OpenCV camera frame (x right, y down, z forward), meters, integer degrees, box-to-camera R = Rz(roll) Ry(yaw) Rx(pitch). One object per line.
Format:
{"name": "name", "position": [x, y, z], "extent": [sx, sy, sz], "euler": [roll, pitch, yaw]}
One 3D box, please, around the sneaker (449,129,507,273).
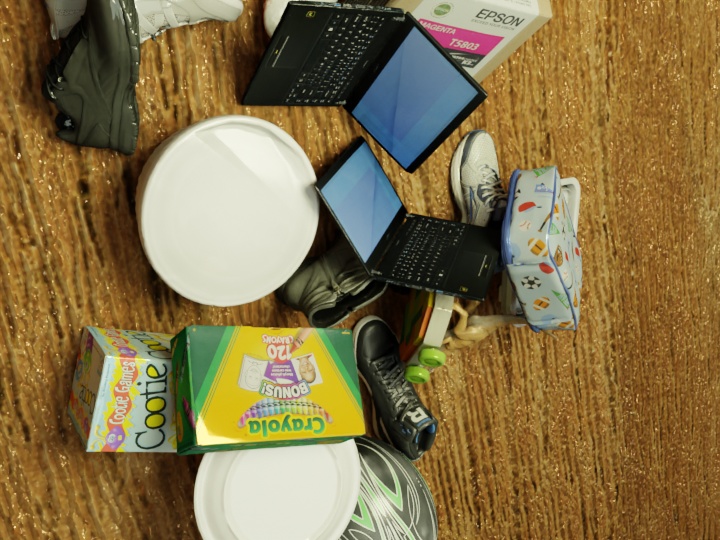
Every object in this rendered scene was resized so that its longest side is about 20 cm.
{"name": "sneaker", "position": [0.173, -0.088, 1.025], "extent": [0.076, 0.085, 0.203], "euler": [-1, 90, -31]}

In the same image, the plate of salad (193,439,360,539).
{"name": "plate of salad", "position": [-0.092, 0.242, 0.869], "extent": [0.198, 0.048, 0.203], "euler": [-1, 92, -26]}

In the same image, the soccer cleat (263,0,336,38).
{"name": "soccer cleat", "position": [-0.033, -0.332, 0.840], "extent": [0.201, 0.085, 0.069], "euler": [-51, 123, -9]}

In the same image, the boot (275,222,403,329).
{"name": "boot", "position": [0.000, 0.000, 0.931], "extent": [0.199, 0.130, 0.068], "euler": [-37, 120, -17]}

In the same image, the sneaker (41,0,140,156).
{"name": "sneaker", "position": [-0.251, -0.188, 0.718], "extent": [0.090, 0.077, 0.201], "euler": [-1, 137, -19]}

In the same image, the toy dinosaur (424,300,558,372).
{"name": "toy dinosaur", "position": [0.161, 0.077, 1.073], "extent": [0.198, 0.061, 0.107], "euler": [-26, 104, 22]}

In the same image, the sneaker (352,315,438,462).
{"name": "sneaker", "position": [0.055, 0.161, 1.024], "extent": [0.072, 0.112, 0.202], "euler": [-26, 116, -23]}

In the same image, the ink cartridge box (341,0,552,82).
{"name": "ink cartridge box", "position": [0.089, -0.287, 0.877], "extent": [0.198, 0.164, 0.076], "euler": [1, 69, -31]}

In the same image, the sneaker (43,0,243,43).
{"name": "sneaker", "position": [-0.216, -0.263, 0.769], "extent": [0.198, 0.075, 0.083], "euler": [-3, 122, -25]}

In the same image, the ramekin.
{"name": "ramekin", "position": [-0.151, -0.070, 0.840], "extent": [0.200, 0.094, 0.205], "euler": [-9, 109, -28]}

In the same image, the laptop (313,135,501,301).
{"name": "laptop", "position": [0.066, -0.067, 0.890], "extent": [0.178, 0.197, 0.104], "euler": [-57, 155, -56]}

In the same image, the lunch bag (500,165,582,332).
{"name": "lunch bag", "position": [0.236, -0.026, 0.986], "extent": [0.201, 0.075, 0.162], "euler": [62, 32, -42]}

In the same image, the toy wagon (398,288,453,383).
{"name": "toy wagon", "position": [0.081, 0.062, 0.979], "extent": [0.039, 0.200, 0.157], "euler": [15, 63, -6]}

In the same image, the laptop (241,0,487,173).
{"name": "laptop", "position": [-0.003, -0.185, 0.821], "extent": [0.198, 0.177, 0.105], "euler": [-6, 71, -27]}

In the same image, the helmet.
{"name": "helmet", "position": [0.006, 0.318, 0.991], "extent": [0.198, 0.190, 0.203], "euler": [-9, 108, -28]}

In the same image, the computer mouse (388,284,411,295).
{"name": "computer mouse", "position": [0.123, -0.003, 1.065], "extent": [0.198, 0.034, 0.059], "euler": [-16, 113, -26]}

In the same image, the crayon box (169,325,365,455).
{"name": "crayon box", "position": [-0.097, 0.125, 0.815], "extent": [0.198, 0.058, 0.120], "euler": [4, 68, -34]}

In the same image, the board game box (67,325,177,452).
{"name": "board game box", "position": [-0.207, 0.134, 0.859], "extent": [0.198, 0.105, 0.104], "euler": [9, 99, -34]}

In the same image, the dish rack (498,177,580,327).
{"name": "dish rack", "position": [0.254, -0.031, 1.114], "extent": [0.170, 0.043, 0.203], "euler": [-14, 112, -44]}
